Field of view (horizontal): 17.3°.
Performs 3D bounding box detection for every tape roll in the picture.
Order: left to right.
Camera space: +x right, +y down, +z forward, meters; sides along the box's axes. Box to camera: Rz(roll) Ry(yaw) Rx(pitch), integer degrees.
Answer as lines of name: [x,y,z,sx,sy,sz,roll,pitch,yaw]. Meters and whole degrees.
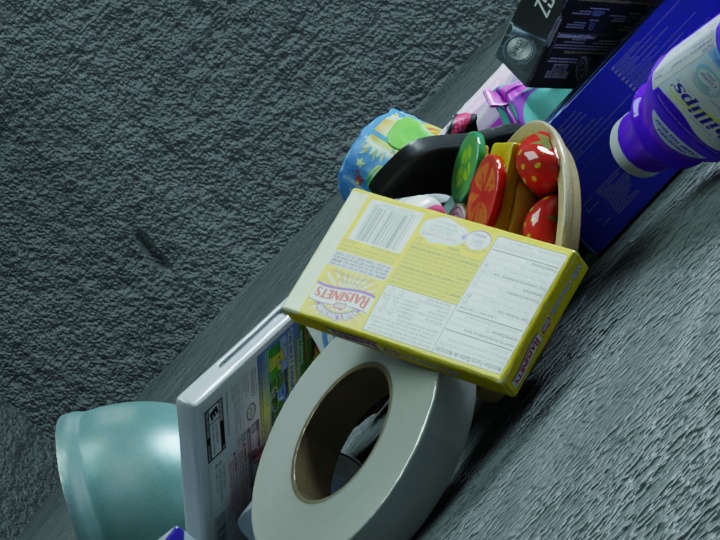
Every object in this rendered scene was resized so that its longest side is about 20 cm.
tape roll: [0.000,0.117,1.605,0.203,0.037,0.203,-41,31,32]

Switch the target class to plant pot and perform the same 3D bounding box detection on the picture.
plant pot: [-0.157,0.194,1.984,0.133,0.201,0.200,-20,9,5]

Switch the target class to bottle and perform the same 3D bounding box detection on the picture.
bottle: [0.231,-0.115,1.563,0.065,0.083,0.200,-51,8,-28]

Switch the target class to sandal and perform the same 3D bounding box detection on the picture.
sandal: [0.063,-0.090,1.754,0.075,0.045,0.200,-49,-20,25]

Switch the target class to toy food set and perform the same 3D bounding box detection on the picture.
toy food set: [0.097,-0.007,1.638,0.198,0.048,0.201,-174,94,-74]

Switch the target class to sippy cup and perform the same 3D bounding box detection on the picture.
sippy cup: [0.055,-0.074,2.130,0.139,0.130,0.178,-31,-31,-48]

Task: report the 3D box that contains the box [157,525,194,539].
box: [-0.183,0.309,1.701,0.200,0.105,0.184,-42,8,50]

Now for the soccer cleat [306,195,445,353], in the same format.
soccer cleat: [0.000,0.000,1.710,0.070,0.086,0.200,-28,-23,-34]

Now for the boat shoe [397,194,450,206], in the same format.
boat shoe: [0.052,-0.051,1.881,0.069,0.057,0.200,-39,-13,14]

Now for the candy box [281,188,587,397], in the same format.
candy box: [0.046,0.012,1.563,0.199,0.026,0.103,18,72,41]

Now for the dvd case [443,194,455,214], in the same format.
dvd case: [0.133,-0.067,1.850,0.199,0.022,0.146,-26,-16,-31]

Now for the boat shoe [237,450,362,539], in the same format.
boat shoe: [-0.037,0.160,1.778,0.065,0.073,0.200,-55,10,-27]

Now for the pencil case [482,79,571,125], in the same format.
pencil case: [0.203,-0.166,1.906,0.200,0.092,0.085,-36,44,6]

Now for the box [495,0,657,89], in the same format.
box: [0.214,-0.210,1.745,0.199,0.044,0.161,-3,-51,-38]

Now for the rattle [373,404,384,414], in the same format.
rattle: [0.061,0.058,1.911,0.199,0.144,0.130,2,6,31]

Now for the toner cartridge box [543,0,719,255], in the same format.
toner cartridge box: [0.205,-0.117,1.715,0.200,0.095,0.043,-46,4,8]

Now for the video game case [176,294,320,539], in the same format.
video game case: [-0.080,0.131,1.872,0.182,0.022,0.201,-43,-37,-41]

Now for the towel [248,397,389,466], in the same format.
towel: [0.019,0.092,1.827,0.144,0.023,0.200,-24,-8,-47]

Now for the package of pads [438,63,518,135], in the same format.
package of pads: [0.166,-0.136,1.994,0.200,0.120,0.076,-47,1,3]
